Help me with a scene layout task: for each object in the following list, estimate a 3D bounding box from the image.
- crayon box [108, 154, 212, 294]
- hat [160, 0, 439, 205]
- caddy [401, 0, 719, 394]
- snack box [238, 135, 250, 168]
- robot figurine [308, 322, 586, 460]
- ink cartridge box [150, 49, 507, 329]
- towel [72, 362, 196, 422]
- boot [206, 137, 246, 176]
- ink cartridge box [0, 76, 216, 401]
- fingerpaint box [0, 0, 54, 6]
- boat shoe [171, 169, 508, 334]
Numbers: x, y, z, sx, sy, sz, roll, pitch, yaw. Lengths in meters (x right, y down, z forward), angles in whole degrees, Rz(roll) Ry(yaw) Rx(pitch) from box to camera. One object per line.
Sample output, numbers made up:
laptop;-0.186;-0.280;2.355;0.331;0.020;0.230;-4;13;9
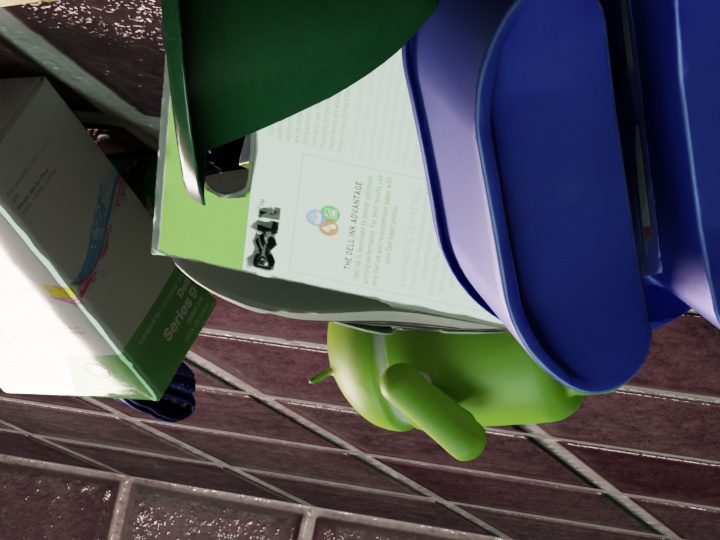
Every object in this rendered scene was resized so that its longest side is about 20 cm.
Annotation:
crayon box;-0.156;-0.026;1.463;0.119;0.058;0.200;21;165;-37
hat;0.021;-0.110;0.758;0.176;0.166;0.200;-4;-170;-2
caddy;0.094;-0.055;0.799;0.141;0.200;0.105;-16;-153;-8
snack box;0.069;-0.057;1.087;0.200;0.068;0.169;22;165;-33
robot figurine;0.069;0.041;1.371;0.200;0.116;0.176;-6;-153;21
ink cartridge box;0.021;-0.064;0.917;0.200;0.076;0.148;12;127;4
towel;-0.212;0.025;1.566;0.200;0.050;0.148;42;-170;34
boot;0.016;-0.029;1.236;0.200;0.077;0.168;16;172;9
ink cartridge box;-0.204;-0.017;1.320;0.145;0.088;0.200;0;139;40
fingerpaint box;-0.235;-0.164;0.881;0.200;0.074;0.167;0;164;43
boat shoe;0.000;0.000;1.093;0.200;0.071;0.064;11;168;3
